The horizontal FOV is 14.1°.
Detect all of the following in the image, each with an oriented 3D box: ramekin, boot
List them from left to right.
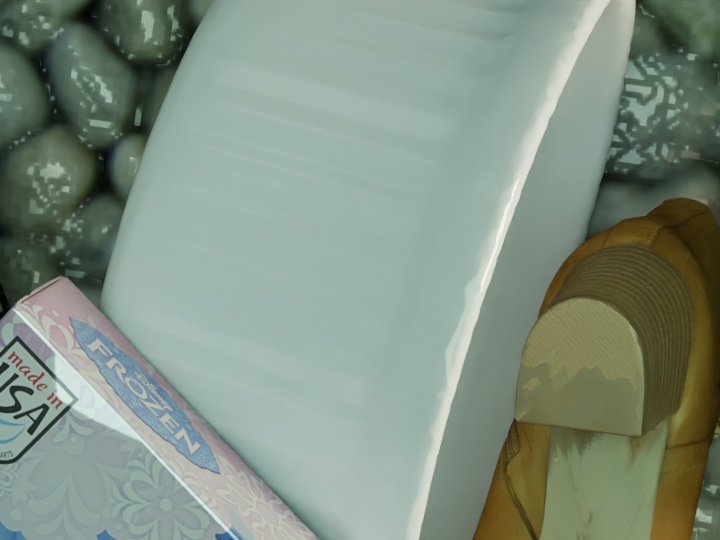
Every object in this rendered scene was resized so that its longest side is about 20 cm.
[{"bbox_3d":[0.000,0.000,0.797,0.097,0.200,0.201,18,96,10],"label":"ramekin"},{"bbox_3d":[0.069,0.084,0.823,0.071,0.144,0.202,13,102,16],"label":"boot"}]

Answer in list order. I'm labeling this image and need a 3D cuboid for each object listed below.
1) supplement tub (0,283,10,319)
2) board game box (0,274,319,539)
[{"bbox_3d":[-0.174,-0.009,0.843,0.122,0.123,0.201,-21,93,6],"label":"supplement tub"},{"bbox_3d":[-0.076,0.142,0.727,0.200,0.043,0.199,45,105,1],"label":"board game box"}]
